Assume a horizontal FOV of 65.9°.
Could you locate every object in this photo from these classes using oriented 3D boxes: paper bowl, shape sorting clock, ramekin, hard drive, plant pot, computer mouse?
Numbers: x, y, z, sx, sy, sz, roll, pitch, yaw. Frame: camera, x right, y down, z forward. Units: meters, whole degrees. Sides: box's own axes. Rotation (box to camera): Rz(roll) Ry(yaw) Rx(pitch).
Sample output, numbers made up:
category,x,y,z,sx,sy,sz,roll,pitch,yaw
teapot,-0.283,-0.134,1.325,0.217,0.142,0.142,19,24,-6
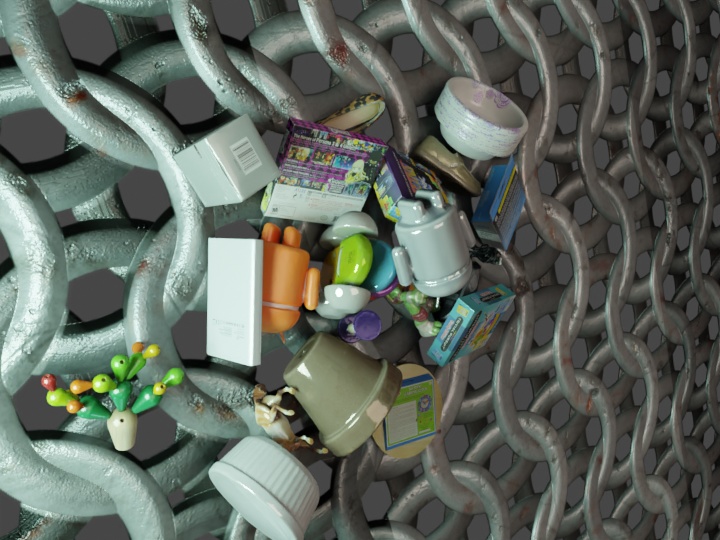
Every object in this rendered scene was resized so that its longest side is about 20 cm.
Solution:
category,x,y,z,sx,sy,sz,roll,pitch,yaw
paper bowl,0.252,-0.320,1.202,0.197,0.105,0.203,15,43,-15
shape sorting clock,0.099,0.305,1.213,0.197,0.039,0.205,-2,94,-32
ramekin,-0.159,0.376,0.963,0.094,0.200,0.204,-47,116,-34
hard drive,-0.214,0.048,0.938,0.026,0.130,0.205,-1,93,-49
plant pot,-0.046,0.212,1.039,0.174,0.200,0.201,43,70,-10
computer mouse,0.232,0.035,1.242,0.052,0.138,0.202,33,85,-30

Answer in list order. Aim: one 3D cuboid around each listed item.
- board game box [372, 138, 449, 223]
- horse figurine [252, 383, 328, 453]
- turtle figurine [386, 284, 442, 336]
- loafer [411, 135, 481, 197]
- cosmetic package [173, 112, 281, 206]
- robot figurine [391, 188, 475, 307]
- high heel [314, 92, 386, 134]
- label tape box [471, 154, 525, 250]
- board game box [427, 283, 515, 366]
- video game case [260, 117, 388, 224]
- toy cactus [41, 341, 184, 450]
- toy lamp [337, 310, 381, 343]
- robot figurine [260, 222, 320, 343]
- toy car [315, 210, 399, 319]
category,x,y,z,sx,sy,sz,roll,pitch,yaw
board game box,0.101,-0.156,1.101,0.164,0.202,0.057,24,123,-33
horse figurine,-0.145,0.284,1.018,0.050,0.131,0.202,-42,108,-48
turtle figurine,0.128,0.030,1.145,0.199,0.144,0.195,-41,124,-4
loafer,0.202,-0.228,1.225,0.198,0.075,0.069,30,83,-30
cosmetic package,-0.216,-0.169,0.883,0.090,0.199,0.108,-40,110,-26
robot figurine,0.130,-0.040,0.974,0.168,0.113,0.203,-27,111,-16
high heel,-0.041,-0.252,1.024,0.072,0.142,0.201,49,68,-25
label tape box,0.310,-0.154,1.260,0.200,0.062,0.146,42,68,-57
board game box,0.246,0.117,1.216,0.198,0.047,0.153,-13,135,-50
video game case,-0.067,-0.172,1.023,0.197,0.036,0.183,4,125,-33
toy cactus,-0.383,0.203,0.876,0.197,0.102,0.168,-11,117,-34
toy lamp,-0.008,0.107,1.038,0.057,0.200,0.059,2,80,-10
robot figurine,-0.155,0.021,0.986,0.142,0.116,0.204,12,86,-35
toy car,0.000,0.000,1.026,0.147,0.200,0.179,12,74,-18
